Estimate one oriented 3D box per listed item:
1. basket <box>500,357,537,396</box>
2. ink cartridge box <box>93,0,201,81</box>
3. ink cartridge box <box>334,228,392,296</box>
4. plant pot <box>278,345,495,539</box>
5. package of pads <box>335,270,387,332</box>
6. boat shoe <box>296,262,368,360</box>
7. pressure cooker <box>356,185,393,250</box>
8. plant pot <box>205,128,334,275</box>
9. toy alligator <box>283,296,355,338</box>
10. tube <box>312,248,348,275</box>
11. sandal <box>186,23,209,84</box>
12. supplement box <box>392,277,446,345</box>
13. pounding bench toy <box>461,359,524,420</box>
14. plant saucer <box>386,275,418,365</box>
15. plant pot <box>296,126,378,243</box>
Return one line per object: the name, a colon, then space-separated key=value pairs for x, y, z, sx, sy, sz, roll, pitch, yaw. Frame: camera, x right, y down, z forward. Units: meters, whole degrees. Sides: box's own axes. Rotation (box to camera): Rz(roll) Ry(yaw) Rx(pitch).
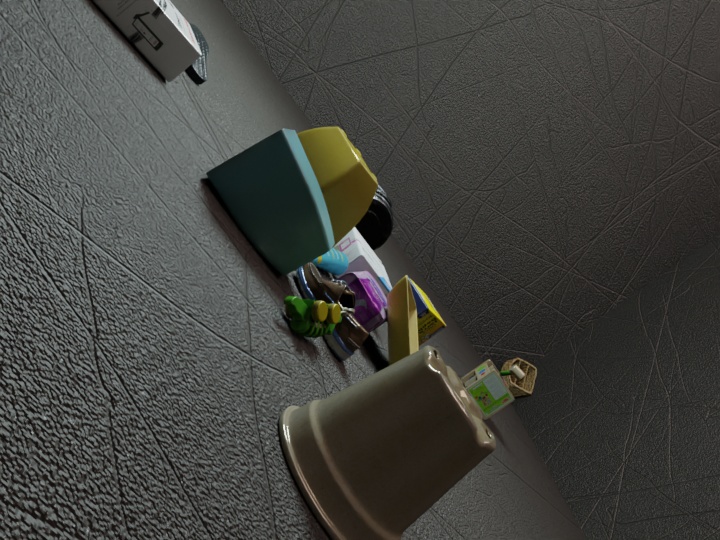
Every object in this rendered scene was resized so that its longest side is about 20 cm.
basket: x=0.857 y=0.572 z=4.173 sx=0.143 sy=0.148 sz=0.201 roll=52 pitch=42 yaw=-22
ink cartridge box: x=-0.380 y=-0.454 z=1.343 sx=0.200 sy=0.084 sz=0.147 roll=47 pitch=11 yaw=-43
ink cartridge box: x=0.000 y=0.000 z=1.779 sx=0.145 sy=0.084 sz=0.201 roll=52 pitch=9 yaw=-23
plant pot: x=0.041 y=0.189 z=0.848 sx=0.202 sy=0.182 sz=0.201 roll=54 pitch=7 yaw=-10
package of pads: x=0.004 y=0.064 z=1.562 sx=0.121 sy=0.075 sz=0.200 roll=55 pitch=8 yaw=5
boat shoe: x=-0.044 y=0.056 z=1.304 sx=0.201 sy=0.072 sz=0.072 roll=60 pitch=9 yaw=30
pressure cooker: x=-0.009 y=-0.161 z=2.092 sx=0.201 sy=0.176 sz=0.178 roll=-111 pitch=-156 yaw=-64
plant pot: x=-0.127 y=-0.106 z=1.246 sx=0.202 sy=0.140 sz=0.141 roll=61 pitch=7 yaw=-6
toy alligator: x=-0.060 y=0.076 z=1.159 sx=0.199 sy=0.058 sz=0.055 roll=18 pitch=78 yaw=-63
tube: x=-0.085 y=-0.032 z=1.558 sx=0.078 sy=0.050 sz=0.200 roll=50 pitch=10 yaw=22
sandal: x=-0.371 y=-0.475 z=1.676 sx=0.075 sy=0.047 sz=0.202 roll=50 pitch=22 yaw=-40
supplement box: x=0.138 y=0.115 z=2.054 sx=0.110 sy=0.108 sz=0.200 roll=58 pitch=8 yaw=26
pounding bench toy: x=0.458 y=0.378 z=2.592 sx=0.125 sy=0.199 sz=0.156 roll=53 pitch=8 yaw=-5
plant saucer: x=0.086 y=0.138 z=1.552 sx=0.200 sy=0.048 sz=0.203 roll=68 pitch=20 yaw=-66
plant pot: x=-0.081 y=-0.194 z=1.672 sx=0.195 sy=0.199 sz=0.195 roll=59 pitch=10 yaw=32
